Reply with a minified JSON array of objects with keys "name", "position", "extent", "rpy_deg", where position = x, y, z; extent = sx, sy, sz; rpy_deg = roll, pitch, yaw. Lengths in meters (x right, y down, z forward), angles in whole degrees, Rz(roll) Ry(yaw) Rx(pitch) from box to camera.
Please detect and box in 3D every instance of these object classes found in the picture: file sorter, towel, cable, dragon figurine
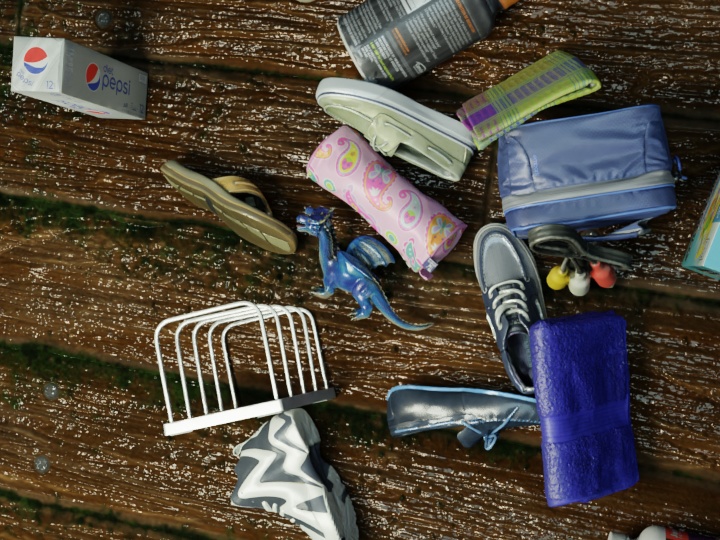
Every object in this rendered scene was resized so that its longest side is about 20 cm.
[{"name":"file sorter","position":[-0.131,0.109,1.076],"extent":[0.138,0.200,0.125],"rpy_deg":[-13,83,13]},{"name":"towel","position":[0.250,0.147,1.011],"extent":[0.049,0.147,0.201],"rpy_deg":[-8,88,48]},{"name":"cable","position":[0.236,-0.008,0.984],"extent":[0.097,0.200,0.051],"rpy_deg":[-3,80,20]},{"name":"dragon figurine","position":[0.000,0.000,1.092],"extent":[0.200,0.059,0.100],"rpy_deg":[32,130,18]},{"name":"towel","position":[0.177,-0.188,1.005],"extent":[0.143,0.200,0.023],"rpy_deg":[-28,107,9]}]

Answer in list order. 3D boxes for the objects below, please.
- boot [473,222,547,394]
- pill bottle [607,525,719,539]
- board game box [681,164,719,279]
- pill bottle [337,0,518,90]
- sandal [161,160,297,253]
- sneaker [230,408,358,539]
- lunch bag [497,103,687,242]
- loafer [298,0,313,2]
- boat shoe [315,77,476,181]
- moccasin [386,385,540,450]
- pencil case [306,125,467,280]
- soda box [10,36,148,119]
[{"name":"boot","position":[0.176,0.040,1.053],"extent":[0.072,0.090,0.201],"rpy_deg":[-20,86,13]},{"name":"pill bottle","position":[0.364,0.343,0.996],"extent":[0.199,0.112,0.113],"rpy_deg":[11,93,13]},{"name":"board game box","position":[0.385,-0.067,0.945],"extent":[0.047,0.200,0.152],"rpy_deg":[21,95,13]},{"name":"pill bottle","position":[0.082,-0.294,1.068],"extent":[0.199,0.106,0.107],"rpy_deg":[-28,84,12]},{"name":"sandal","position":[-0.157,-0.090,1.145],"extent":[0.200,0.080,0.054],"rpy_deg":[32,72,16]},{"name":"sneaker","position":[-0.091,0.282,1.128],"extent":[0.129,0.079,0.200],"rpy_deg":[-26,88,18]},{"name":"lunch bag","position":[0.252,-0.097,1.011],"extent":[0.199,0.136,0.133],"rpy_deg":[-7,89,12]},{"name":"loafer","position":[-0.012,-0.398,1.109],"extent":[0.200,0.068,0.076],"rpy_deg":[-36,82,11]},{"name":"boat shoe","position":[0.040,-0.164,1.071],"extent":[0.199,0.072,0.062],"rpy_deg":[19,76,-5]},{"name":"moccasin","position":[0.128,0.174,1.078],"extent":[0.199,0.080,0.069],"rpy_deg":[-1,75,26]},{"name":"pencil case","position":[0.030,-0.081,1.093],"extent":[0.200,0.087,0.087],"rpy_deg":[42,99,9]},{"name":"soda box","position":[-0.335,-0.229,1.121],"extent":[0.068,0.200,0.064],"rpy_deg":[5,92,15]}]
